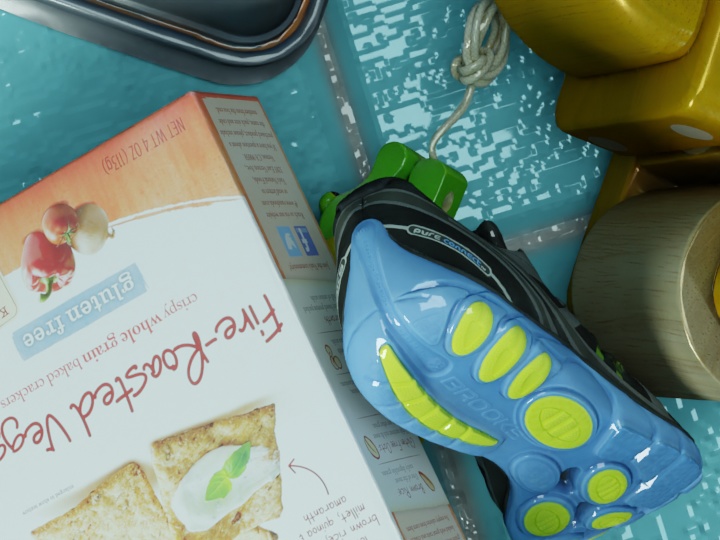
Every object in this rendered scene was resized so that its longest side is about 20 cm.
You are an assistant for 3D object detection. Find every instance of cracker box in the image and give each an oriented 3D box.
[{"bbox_3d":[-0.055,0.062,0.898,0.133,0.058,0.201,-29,81,20],"label":"cracker box"}]

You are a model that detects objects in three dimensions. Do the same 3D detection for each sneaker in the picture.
[{"bbox_3d":[0.051,0.030,0.904,0.070,0.200,0.083,-28,53,16],"label":"sneaker"}]

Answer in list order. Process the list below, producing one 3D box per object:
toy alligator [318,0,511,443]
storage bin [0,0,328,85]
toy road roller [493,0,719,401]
[{"bbox_3d":[0.000,0.000,0.955,0.054,0.059,0.201,12,82,34],"label":"toy alligator"},{"bbox_3d":[-0.085,-0.160,0.910,0.199,0.134,0.146,20,84,-7],"label":"storage bin"},{"bbox_3d":[0.103,-0.067,0.921,0.145,0.123,0.201,21,81,-21],"label":"toy road roller"}]
